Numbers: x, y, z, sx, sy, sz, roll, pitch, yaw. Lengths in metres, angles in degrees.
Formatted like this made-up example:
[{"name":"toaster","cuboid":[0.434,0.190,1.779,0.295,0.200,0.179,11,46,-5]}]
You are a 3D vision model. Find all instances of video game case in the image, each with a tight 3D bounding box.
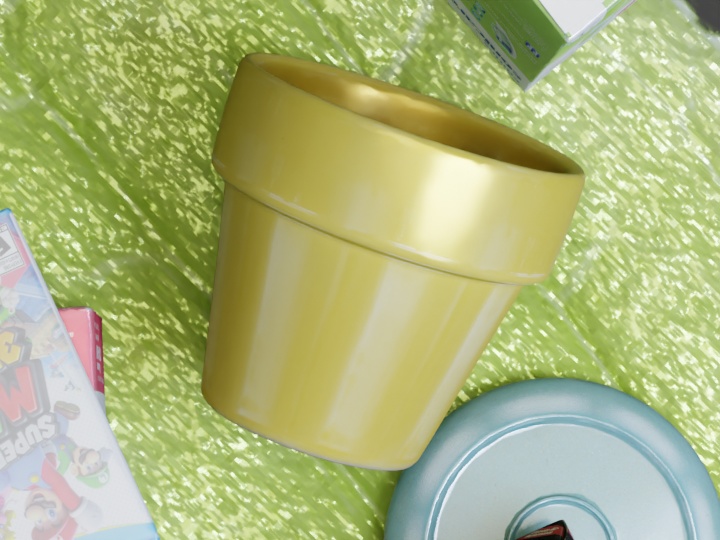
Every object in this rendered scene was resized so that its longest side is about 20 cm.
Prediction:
[{"name":"video game case","cuboid":[-0.214,0.086,1.467,0.143,0.018,0.200,-24,87,-7]}]

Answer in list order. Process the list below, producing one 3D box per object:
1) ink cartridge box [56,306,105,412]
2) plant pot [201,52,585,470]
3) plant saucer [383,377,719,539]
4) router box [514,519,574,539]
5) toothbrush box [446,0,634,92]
[{"name":"ink cartridge box","cuboid":[-0.213,0.125,1.515,0.145,0.083,0.201,-3,86,-4]},{"name":"plant pot","cuboid":[0.000,0.000,1.491,0.200,0.201,0.189,19,99,-2]},{"name":"plant saucer","cuboid":[0.113,0.161,1.545,0.199,0.027,0.201,0,84,-3]},{"name":"router box","cuboid":[0.058,0.248,1.498,0.200,0.062,0.150,-25,95,10]},{"name":"toothbrush box","cuboid":[0.130,-0.187,1.499,0.146,0.200,0.086,-40,90,-6]}]
